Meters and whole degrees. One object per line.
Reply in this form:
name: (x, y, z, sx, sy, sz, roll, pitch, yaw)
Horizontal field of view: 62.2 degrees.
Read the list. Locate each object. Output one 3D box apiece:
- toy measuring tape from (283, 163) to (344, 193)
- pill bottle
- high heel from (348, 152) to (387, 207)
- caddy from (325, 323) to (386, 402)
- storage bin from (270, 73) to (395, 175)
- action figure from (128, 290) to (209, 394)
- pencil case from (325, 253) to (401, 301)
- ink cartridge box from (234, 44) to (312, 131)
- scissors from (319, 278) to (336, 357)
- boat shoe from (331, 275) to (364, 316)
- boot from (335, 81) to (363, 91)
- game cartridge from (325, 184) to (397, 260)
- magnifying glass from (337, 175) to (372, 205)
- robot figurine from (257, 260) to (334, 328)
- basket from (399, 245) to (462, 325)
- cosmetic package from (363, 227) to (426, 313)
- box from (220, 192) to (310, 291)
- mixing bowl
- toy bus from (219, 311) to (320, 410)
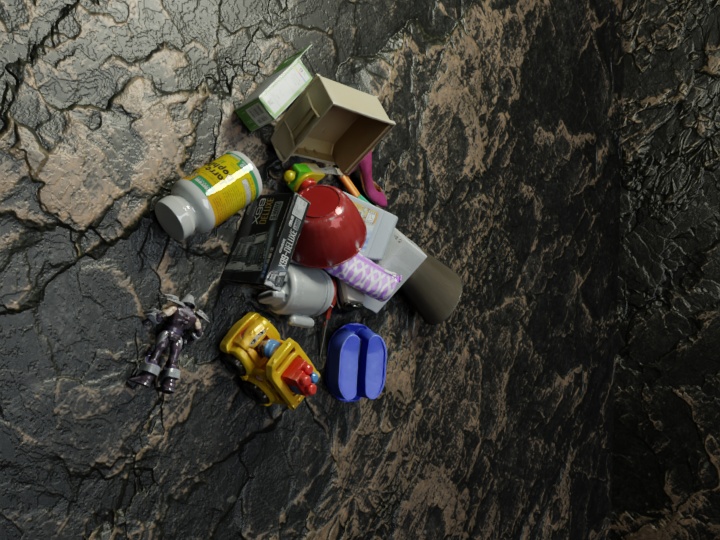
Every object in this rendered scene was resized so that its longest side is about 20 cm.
toy measuring tape: (-0.116, -0.213, 1.405, 0.199, 0.073, 0.074, -11, 101, -57)
pill bottle: (-0.299, -0.145, 1.174, 0.200, 0.112, 0.114, -41, 121, -36)
high heel: (0.036, -0.243, 1.523, 0.096, 0.068, 0.200, -36, 136, 12)
caddy: (-0.013, 0.236, 1.513, 0.140, 0.105, 0.202, 4, 90, -24)
storage bin: (-0.066, -0.312, 1.330, 0.199, 0.198, 0.094, 1, 55, -48)
action figure: (-0.368, 0.130, 1.157, 0.130, 0.069, 0.202, 33, 66, -35)
pencil case: (0.000, 0.000, 1.411, 0.199, 0.085, 0.085, 28, 46, -24)
ink cartridge box: (-0.172, -0.395, 1.293, 0.059, 0.103, 0.201, 49, 58, -26)
scissors: (-0.082, 0.119, 1.453, 0.014, 0.073, 0.202, 1, 93, -34)
boat shoe: (-0.051, 0.017, 1.487, 0.074, 0.093, 0.202, 13, 55, -35)
boot: (-0.069, -0.373, 1.435, 0.199, 0.065, 0.167, -16, 97, -47)
game cartridge: (-0.019, -0.107, 1.453, 0.198, 0.042, 0.134, 23, 78, -12)
magnifying glass: (0.004, -0.169, 1.509, 0.201, 0.022, 0.080, 53, 33, -9)
robot figurine: (-0.140, 0.046, 1.354, 0.199, 0.112, 0.172, 8, 75, -47)
basket: (0.175, 0.027, 1.678, 0.200, 0.135, 0.182, 40, 61, -36)
cosmetic package: (0.063, 0.001, 1.529, 0.200, 0.071, 0.101, -48, 133, 9)
box: (-0.200, -0.061, 1.253, 0.050, 0.157, 0.202, 30, 72, -43)
mixing bowl: (-0.086, -0.116, 1.319, 0.201, 0.199, 0.109, -51, 154, -31)
toy bus: (-0.176, 0.199, 1.273, 0.136, 0.191, 0.201, -48, 123, -31)
